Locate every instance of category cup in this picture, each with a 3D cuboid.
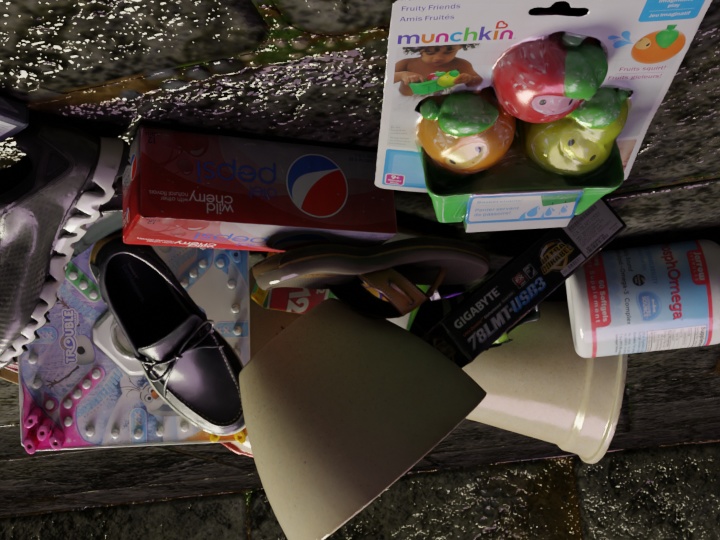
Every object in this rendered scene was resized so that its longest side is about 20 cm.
[{"bbox_3d":[-0.017,0.109,0.844,0.200,0.144,0.200,-39,174,-5],"label":"cup"}]

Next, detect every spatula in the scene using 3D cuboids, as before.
[{"bbox_3d":[0.071,0.013,1.101,0.056,0.021,0.200,-21,157,9],"label":"spatula"}]

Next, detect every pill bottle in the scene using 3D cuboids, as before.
[{"bbox_3d":[0.316,0.026,1.063,0.197,0.110,0.109,-7,162,8],"label":"pill bottle"}]

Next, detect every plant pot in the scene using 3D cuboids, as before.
[{"bbox_3d":[0.193,0.113,1.209,0.181,0.203,0.201,8,162,-3],"label":"plant pot"}]

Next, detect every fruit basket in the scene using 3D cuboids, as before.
[{"bbox_3d":[0.104,-0.099,0.644,0.183,0.095,0.200,-3,159,-5],"label":"fruit basket"}]

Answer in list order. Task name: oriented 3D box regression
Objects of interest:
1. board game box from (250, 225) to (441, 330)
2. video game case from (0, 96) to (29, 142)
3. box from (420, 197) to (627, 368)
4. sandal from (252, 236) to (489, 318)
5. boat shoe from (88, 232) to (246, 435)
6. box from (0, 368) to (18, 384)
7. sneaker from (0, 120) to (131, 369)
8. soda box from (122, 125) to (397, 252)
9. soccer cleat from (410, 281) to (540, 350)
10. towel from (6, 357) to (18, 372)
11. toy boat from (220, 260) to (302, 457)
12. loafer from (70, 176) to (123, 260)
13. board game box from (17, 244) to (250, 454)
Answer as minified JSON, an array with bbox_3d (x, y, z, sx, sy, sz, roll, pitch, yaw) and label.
[{"bbox_3d":[0.000,0.000,0.941,0.199,0.096,0.030,11,-161,-44],"label":"board game box"},{"bbox_3d":[-0.333,-0.102,0.645,0.142,0.019,0.199,-18,157,36],"label":"video game case"},{"bbox_3d":[0.129,0.030,0.959,0.198,0.050,0.200,-36,173,-19],"label":"box"},{"bbox_3d":[0.012,0.010,0.798,0.198,0.055,0.081,-2,165,-34],"label":"sandal"},{"bbox_3d":[-0.155,0.056,0.848,0.074,0.201,0.062,-33,-166,-6],"label":"boat shoe"},{"bbox_3d":[-0.267,0.141,1.122,0.198,0.022,0.163,13,174,33],"label":"box"},{"bbox_3d":[-0.245,-0.022,0.728,0.090,0.067,0.201,24,107,-30],"label":"sneaker"},{"bbox_3d":[-0.075,-0.055,0.772,0.198,0.071,0.063,3,163,-24],"label":"soda box"},{"bbox_3d":[0.108,0.061,1.081,0.199,0.068,0.081,-26,-151,-36],"label":"soccer cleat"},{"bbox_3d":[-0.321,0.091,1.069,0.145,0.030,0.200,16,174,24],"label":"towel"},{"bbox_3d":[-0.084,0.085,1.012,0.130,0.201,0.131,33,163,2],"label":"toy boat"},{"bbox_3d":[-0.238,-0.031,0.805,0.198,0.071,0.068,-8,162,10],"label":"loafer"},{"bbox_3d":[-0.193,0.055,0.886,0.197,0.203,0.026,-1,-172,-10],"label":"board game box"}]
